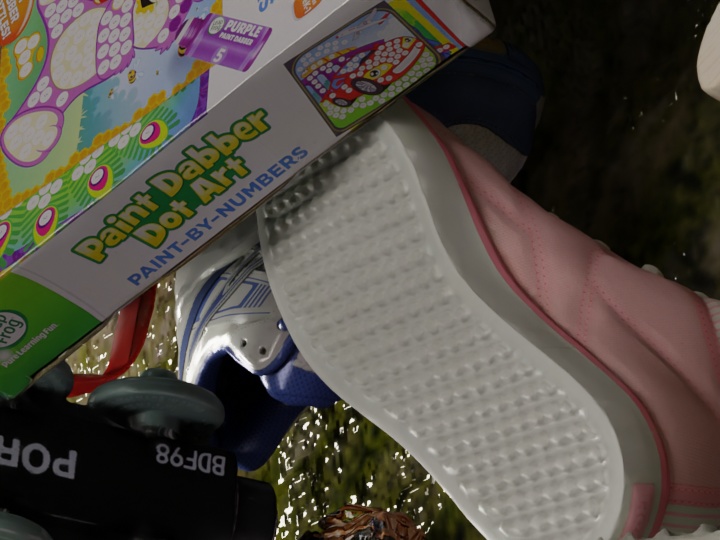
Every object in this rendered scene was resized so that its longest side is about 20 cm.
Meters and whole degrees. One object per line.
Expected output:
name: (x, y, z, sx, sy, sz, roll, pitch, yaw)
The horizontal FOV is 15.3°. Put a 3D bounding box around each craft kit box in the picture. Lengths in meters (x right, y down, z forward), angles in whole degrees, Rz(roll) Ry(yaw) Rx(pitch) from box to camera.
craft kit box: (-0.061, -0.090, 0.837, 0.197, 0.048, 0.201, -35, 41, 20)

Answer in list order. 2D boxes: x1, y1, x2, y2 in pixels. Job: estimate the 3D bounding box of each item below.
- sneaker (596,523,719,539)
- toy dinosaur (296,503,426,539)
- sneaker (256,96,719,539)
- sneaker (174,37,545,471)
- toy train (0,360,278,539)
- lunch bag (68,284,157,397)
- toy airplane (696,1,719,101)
sneaker: (0.120, 0.103, 0.644, 0.199, 0.070, 0.100, -22, 39, 21)
toy dinosaur: (-0.043, 0.165, 0.911, 0.136, 0.102, 0.201, -88, 15, -50)
sneaker: (0.051, 0.017, 0.782, 0.200, 0.104, 0.076, 50, 124, 40)
sneaker: (0.000, 0.000, 0.879, 0.200, 0.075, 0.089, -47, 33, 50)
toy train: (-0.130, 0.073, 0.874, 0.114, 0.199, 0.086, 137, 141, -57)
lunch bag: (-0.142, -0.031, 0.973, 0.082, 0.200, 0.177, -31, 93, 45)
toy airplane: (0.164, -0.126, 0.639, 0.199, 0.141, 0.201, 18, 96, 54)
